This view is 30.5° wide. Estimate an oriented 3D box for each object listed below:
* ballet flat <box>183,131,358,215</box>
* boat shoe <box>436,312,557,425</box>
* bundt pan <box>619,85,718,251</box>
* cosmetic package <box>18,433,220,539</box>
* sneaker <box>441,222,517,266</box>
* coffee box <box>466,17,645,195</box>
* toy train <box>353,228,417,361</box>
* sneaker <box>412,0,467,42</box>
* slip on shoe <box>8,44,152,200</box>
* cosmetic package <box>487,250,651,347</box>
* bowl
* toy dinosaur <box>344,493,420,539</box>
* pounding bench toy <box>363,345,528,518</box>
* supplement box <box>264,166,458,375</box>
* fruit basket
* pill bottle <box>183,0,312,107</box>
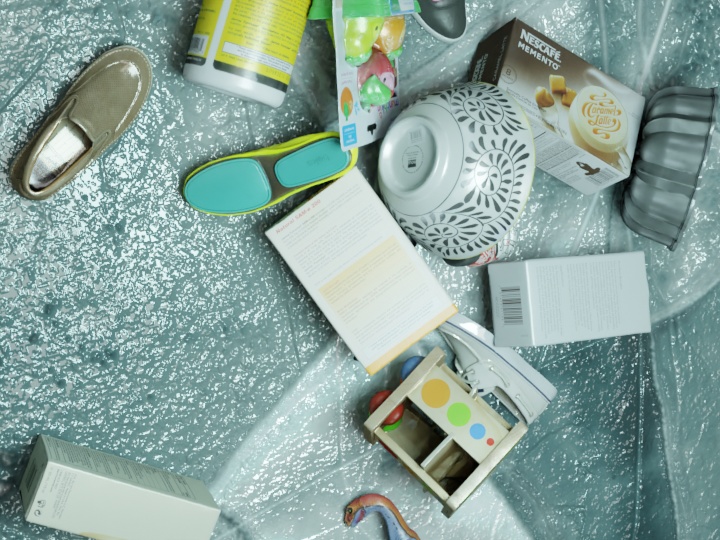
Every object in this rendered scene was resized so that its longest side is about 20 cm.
[{"bbox_3d":[-0.095,-0.109,1.455,0.200,0.067,0.067,-15,104,12],"label":"ballet flat"},{"bbox_3d":[0.151,0.118,1.588,0.200,0.071,0.070,40,82,-27],"label":"boat shoe"},{"bbox_3d":[0.360,-0.128,1.564,0.076,0.202,0.202,14,94,5],"label":"bundt pan"},{"bbox_3d":[-0.264,0.251,1.441,0.200,0.105,0.071,21,93,-20],"label":"cosmetic package"},{"bbox_3d":[0.123,-0.103,1.548,0.108,0.067,0.202,-4,78,-48],"label":"sneaker"},{"bbox_3d":[0.224,-0.189,1.538,0.200,0.080,0.115,28,63,-21],"label":"coffee box"},{"bbox_3d":[0.034,0.014,1.538,0.034,0.046,0.200,19,92,-21],"label":"toy train"},{"bbox_3d":[0.085,-0.349,1.471,0.071,0.099,0.200,-25,107,-16],"label":"sneaker"},{"bbox_3d":[-0.291,-0.154,1.388,0.200,0.061,0.076,-46,110,-8],"label":"slip on shoe"},{"bbox_3d":[0.250,0.033,1.570,0.200,0.071,0.102,-3,88,-36],"label":"cosmetic package"},{"bbox_3d":[0.083,-0.116,1.434,0.094,0.200,0.201,9,96,-46],"label":"bowl"},{"bbox_3d":[0.053,0.349,1.604,0.200,0.105,0.182,-15,91,-55],"label":"toy dinosaur"},{"bbox_3d":[0.090,0.192,1.554,0.156,0.200,0.124,42,80,11],"label":"pounding bench toy"},{"bbox_3d":[0.000,0.000,1.477,0.126,0.074,0.200,-35,94,-2],"label":"supplement box"},{"bbox_3d":[0.015,-0.240,1.433,0.094,0.185,0.201,-4,100,23],"label":"fruit basket"},{"bbox_3d":[-0.110,-0.284,1.404,0.112,0.112,0.200,16,93,-21],"label":"pill bottle"}]
